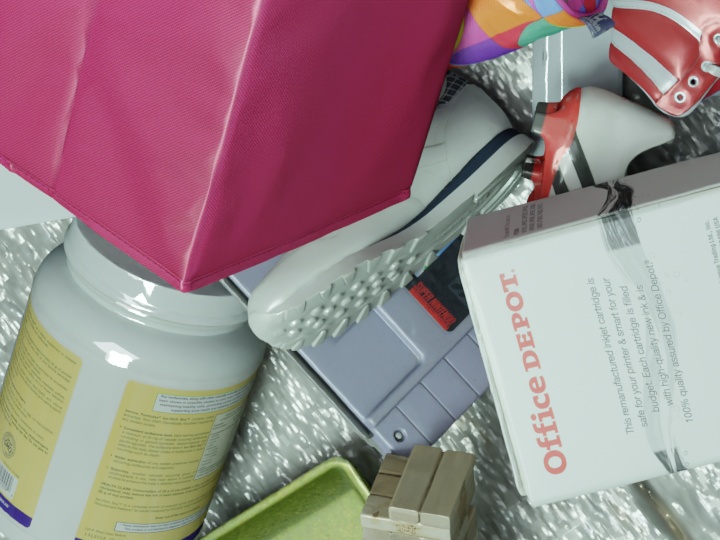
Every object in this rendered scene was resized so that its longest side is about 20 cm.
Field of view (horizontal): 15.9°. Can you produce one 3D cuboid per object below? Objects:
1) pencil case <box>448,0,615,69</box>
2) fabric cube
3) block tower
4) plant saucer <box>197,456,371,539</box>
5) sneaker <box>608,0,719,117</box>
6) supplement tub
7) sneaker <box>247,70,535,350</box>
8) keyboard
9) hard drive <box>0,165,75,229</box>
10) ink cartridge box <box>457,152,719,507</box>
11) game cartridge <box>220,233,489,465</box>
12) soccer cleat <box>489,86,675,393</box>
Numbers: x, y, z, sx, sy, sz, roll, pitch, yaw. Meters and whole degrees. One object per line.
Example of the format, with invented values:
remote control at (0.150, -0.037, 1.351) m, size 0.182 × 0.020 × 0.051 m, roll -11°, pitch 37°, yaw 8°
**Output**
pencil case at (0.046, -0.143, 1.393) m, size 0.199 × 0.088 × 0.089 m, roll -16°, pitch 101°, yaw 37°
fabric cube at (-0.075, -0.143, 1.304) m, size 0.200 × 0.196 × 0.200 m, roll 33°, pitch 124°, yaw 24°
block tower at (0.038, 0.190, 1.480) m, size 0.054 × 0.058 × 0.201 m, roll 9°, pitch 130°, yaw 16°
plant saucer at (-0.019, 0.231, 1.610) m, size 0.200 × 0.048 × 0.200 m, roll -33°, pitch 93°, yaw 29°
sneaker at (0.223, -0.127, 1.368) m, size 0.199 × 0.071 × 0.113 m, roll 16°, pitch 110°, yaw 25°
supplement tub at (-0.139, 0.067, 1.548) m, size 0.145 × 0.145 × 0.201 m, roll 27°, pitch 116°, yaw 12°
sneaker at (0.005, -0.033, 1.442) m, size 0.081 × 0.200 × 0.076 m, roll 47°, pitch 155°, yaw 12°
keyboard at (0.122, -0.086, 1.456) m, size 0.056 × 0.011 × 0.201 m, roll 9°, pitch 112°, yaw 28°
hard drive at (-0.132, -0.102, 1.478) m, size 0.199 × 0.026 × 0.133 m, roll -10°, pitch 109°, yaw -20°
ink cartridge box at (0.164, 0.024, 1.358) m, size 0.199 × 0.084 × 0.145 m, roll -14°, pitch 103°, yaw 7°
game cartridge at (0.000, 0.000, 1.479) m, size 0.200 × 0.130 × 0.038 m, roll 47°, pitch 163°, yaw -3°
soccer cleat at (0.122, -0.003, 1.429) m, size 0.085 × 0.069 × 0.201 m, roll 11°, pitch 108°, yaw 5°
